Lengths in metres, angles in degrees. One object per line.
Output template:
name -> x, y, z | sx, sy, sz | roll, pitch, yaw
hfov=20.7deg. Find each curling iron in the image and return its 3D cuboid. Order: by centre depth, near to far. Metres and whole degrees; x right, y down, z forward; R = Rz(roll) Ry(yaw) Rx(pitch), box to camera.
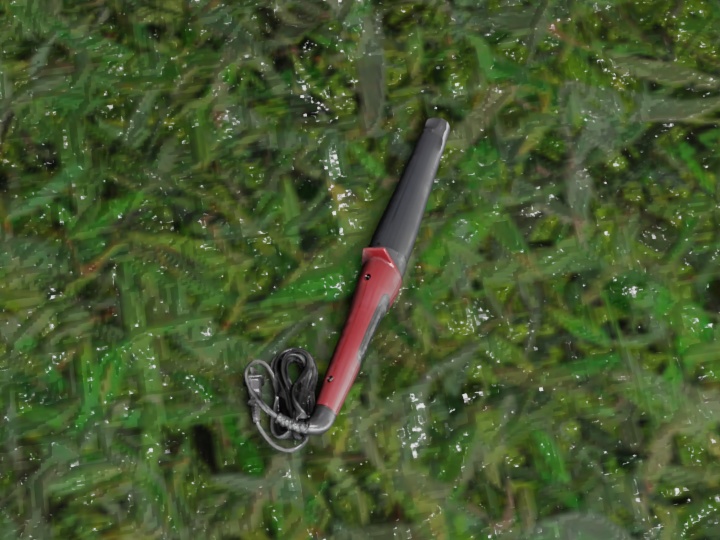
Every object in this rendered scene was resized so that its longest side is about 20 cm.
curling iron -> 0.000, 0.000, 0.957 | 0.049, 0.026, 0.201 | 25, 62, 9
